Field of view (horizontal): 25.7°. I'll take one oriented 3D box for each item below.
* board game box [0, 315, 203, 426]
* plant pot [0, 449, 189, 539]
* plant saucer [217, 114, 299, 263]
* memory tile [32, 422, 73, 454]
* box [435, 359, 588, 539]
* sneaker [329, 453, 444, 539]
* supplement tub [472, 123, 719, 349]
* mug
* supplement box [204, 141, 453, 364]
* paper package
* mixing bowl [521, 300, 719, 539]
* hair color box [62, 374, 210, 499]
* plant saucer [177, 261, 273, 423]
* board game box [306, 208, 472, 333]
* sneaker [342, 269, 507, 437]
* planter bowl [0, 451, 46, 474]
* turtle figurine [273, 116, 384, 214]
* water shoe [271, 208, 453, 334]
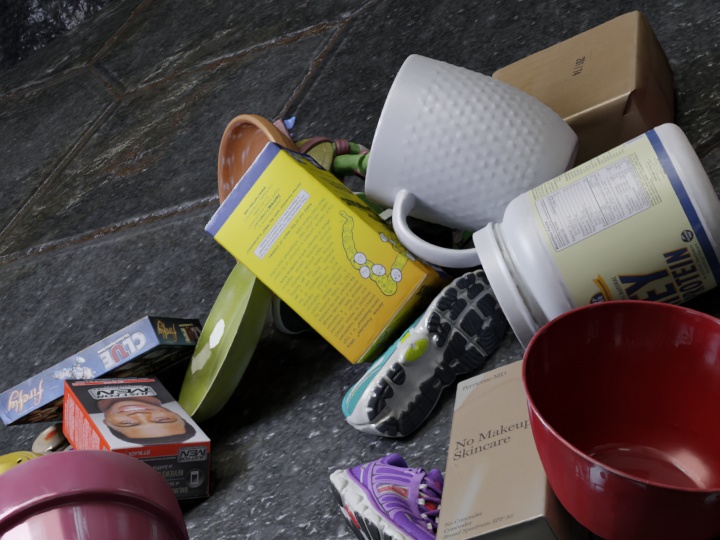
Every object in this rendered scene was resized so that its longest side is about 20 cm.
[{"bbox_3d":[-0.277,0.108,1.698,0.199,0.035,0.135,-27,-10,14],"label":"board game box"},{"bbox_3d":[-0.225,0.277,1.269,0.199,0.200,0.179,-29,40,3],"label":"plant pot"},{"bbox_3d":[-0.094,-0.067,1.664,0.037,0.202,0.200,-13,16,-27],"label":"plant saucer"},{"bbox_3d":[-0.308,0.211,1.659,0.152,0.017,0.201,-21,28,22],"label":"memory tile"},{"bbox_3d":[0.121,0.160,1.207,0.094,0.078,0.200,-22,27,20],"label":"box"},{"bbox_3d":[0.038,0.191,1.247,0.083,0.081,0.200,-29,24,-9],"label":"sneaker"},{"bbox_3d":[0.212,-0.021,1.354,0.199,0.145,0.145,-27,26,10],"label":"supplement tub"},{"bbox_3d":[0.101,-0.088,1.475,0.174,0.148,0.201,18,58,10],"label":"mug"},{"bbox_3d":[-0.028,-0.015,1.495,0.110,0.200,0.109,-51,-15,9],"label":"supplement box"},{"bbox_3d":[0.224,-0.156,1.634,0.190,0.104,0.201,-22,28,23],"label":"paper package"},{"bbox_3d":[0.204,0.123,1.106,0.198,0.109,0.201,4,37,-3],"label":"mixing bowl"},{"bbox_3d":[-0.224,0.163,1.551,0.101,0.062,0.200,-2,16,-24],"label":"hair color box"},{"bbox_3d":[-0.134,0.071,1.608,0.201,0.031,0.200,-60,14,25],"label":"plant saucer"},{"bbox_3d":[0.025,-0.005,1.668,0.200,0.029,0.134,-44,29,-26],"label":"board game box"},{"bbox_3d":[0.057,0.070,1.449,0.200,0.078,0.079,-42,19,-21],"label":"sneaker"},{"bbox_3d":[-0.336,0.238,1.534,0.199,0.084,0.201,-22,34,16],"label":"planter bowl"},{"bbox_3d":[-0.014,-0.073,1.708,0.143,0.202,0.193,-18,16,-31],"label":"turtle figurine"},{"bbox_3d":[0.000,0.000,1.570,0.199,0.072,0.079,-36,30,-5],"label":"water shoe"}]
